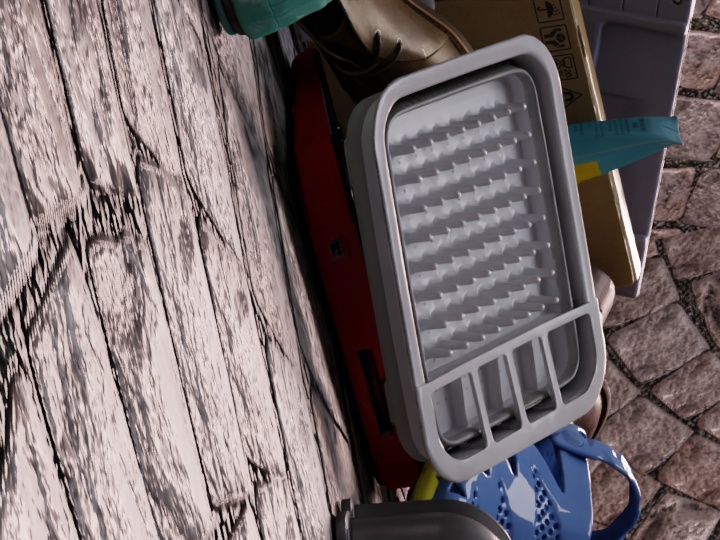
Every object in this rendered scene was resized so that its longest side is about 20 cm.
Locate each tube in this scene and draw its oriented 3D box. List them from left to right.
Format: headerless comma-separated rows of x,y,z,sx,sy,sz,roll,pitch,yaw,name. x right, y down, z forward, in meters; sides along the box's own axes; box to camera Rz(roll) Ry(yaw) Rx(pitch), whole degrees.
0.083,-0.058,1.590,0.078,0.199,0.051,-84,159,-71,tube

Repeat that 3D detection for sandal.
0.085,0.121,1.463,0.200,0.087,0.080,-25,142,-56,sandal

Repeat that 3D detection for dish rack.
0.053,-0.008,1.412,0.171,0.043,0.201,-23,107,-51,dish rack

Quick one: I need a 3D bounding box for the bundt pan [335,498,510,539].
0.048,0.194,1.269,0.202,0.075,0.203,-14,90,-84,bundt pan

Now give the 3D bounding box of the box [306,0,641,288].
0.065,-0.072,1.652,0.021,0.162,0.201,-68,146,-57,box

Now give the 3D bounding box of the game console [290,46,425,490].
0.000,0.000,1.482,0.177,0.031,0.201,-91,168,-65,game console

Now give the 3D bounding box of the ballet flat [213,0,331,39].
-0.039,-0.187,1.297,0.068,0.070,0.201,69,9,-49,ballet flat

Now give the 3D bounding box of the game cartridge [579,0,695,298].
0.123,-0.093,1.695,0.038,0.129,0.201,-54,154,-80,game cartridge

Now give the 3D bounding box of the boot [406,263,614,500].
0.082,0.116,1.646,0.187,0.064,0.200,89,27,-50,boot

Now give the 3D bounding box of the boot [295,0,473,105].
0.003,-0.116,1.468,0.200,0.073,0.076,51,26,-19,boot

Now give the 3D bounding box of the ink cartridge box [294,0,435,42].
-0.022,-0.253,1.576,0.147,0.085,0.201,-96,171,-56,ink cartridge box
